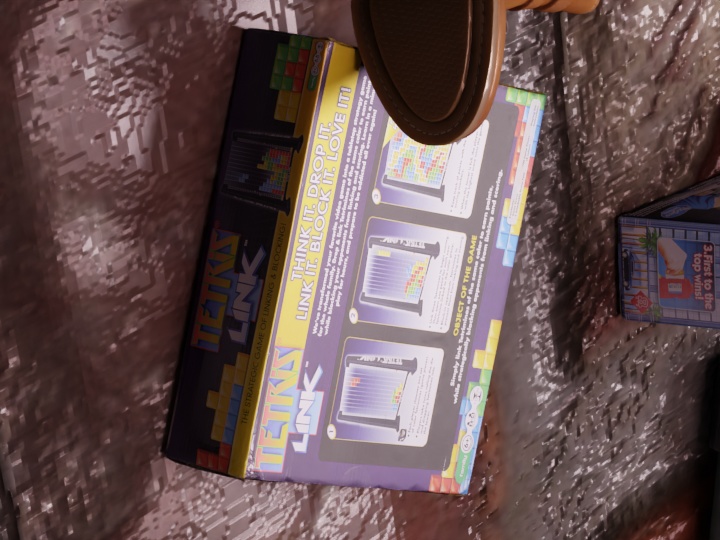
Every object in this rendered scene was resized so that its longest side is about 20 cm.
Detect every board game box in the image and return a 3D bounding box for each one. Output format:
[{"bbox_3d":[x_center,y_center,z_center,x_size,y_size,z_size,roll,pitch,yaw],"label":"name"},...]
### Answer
[{"bbox_3d":[0.000,0.000,1.337,0.165,0.056,0.201,10,92,-48],"label":"board game box"},{"bbox_3d":[0.276,-0.012,1.544,0.199,0.199,0.062,-21,115,-44],"label":"board game box"}]

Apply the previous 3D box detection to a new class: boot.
[{"bbox_3d":[0.059,-0.137,1.324,0.155,0.076,0.201,23,49,-55],"label":"boot"}]

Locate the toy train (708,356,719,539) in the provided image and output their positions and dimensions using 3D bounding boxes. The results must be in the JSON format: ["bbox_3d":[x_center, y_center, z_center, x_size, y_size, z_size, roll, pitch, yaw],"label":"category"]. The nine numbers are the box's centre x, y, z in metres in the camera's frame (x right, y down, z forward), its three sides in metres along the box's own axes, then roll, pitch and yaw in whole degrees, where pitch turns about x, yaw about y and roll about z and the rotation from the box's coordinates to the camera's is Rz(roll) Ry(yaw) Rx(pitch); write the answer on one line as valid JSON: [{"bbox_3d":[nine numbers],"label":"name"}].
[{"bbox_3d":[0.249,0.130,1.649,0.113,0.085,0.201,-3,104,-37],"label":"toy train"}]
